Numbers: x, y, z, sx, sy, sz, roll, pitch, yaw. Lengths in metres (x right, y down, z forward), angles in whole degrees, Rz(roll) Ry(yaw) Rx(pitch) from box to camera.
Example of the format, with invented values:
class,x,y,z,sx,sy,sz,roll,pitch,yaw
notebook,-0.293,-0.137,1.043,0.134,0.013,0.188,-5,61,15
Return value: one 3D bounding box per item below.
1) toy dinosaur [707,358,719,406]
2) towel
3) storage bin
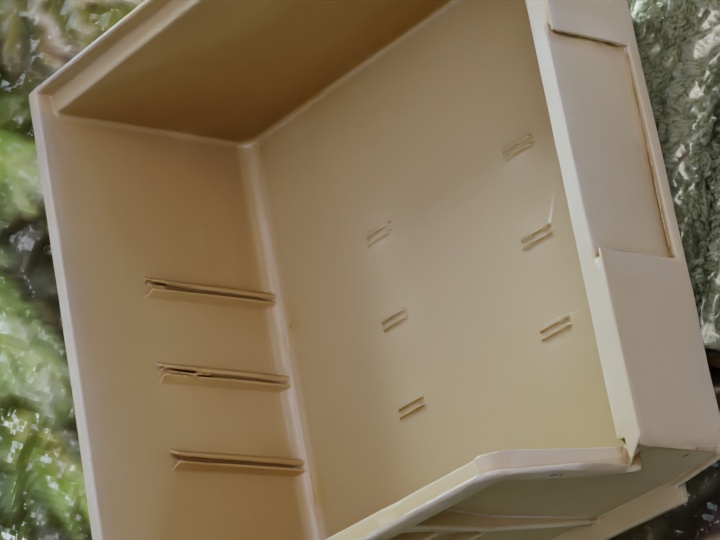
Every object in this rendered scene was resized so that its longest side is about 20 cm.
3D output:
class,x,y,z,sx,sy,sz,roll,pitch,yaw
toy dinosaur,0.111,0.013,0.887,0.106,0.060,0.200,37,82,22
towel,0.072,-0.048,0.886,0.148,0.036,0.201,-10,64,49
storage bin,0.000,0.000,0.843,0.198,0.093,0.201,-32,60,44
